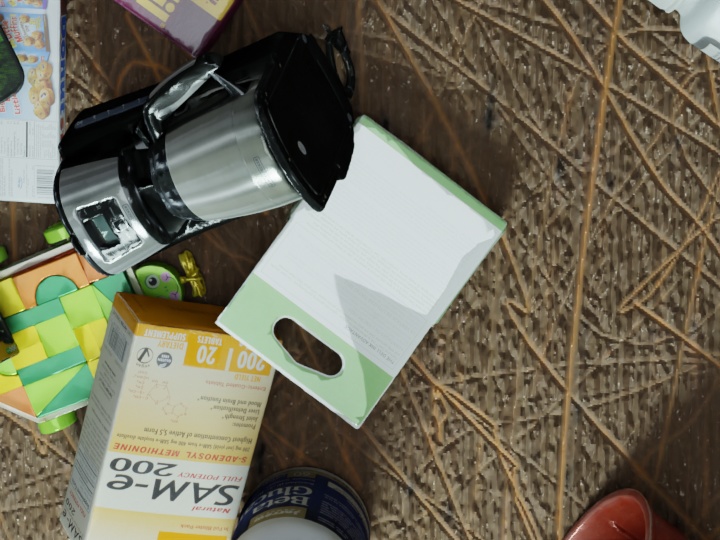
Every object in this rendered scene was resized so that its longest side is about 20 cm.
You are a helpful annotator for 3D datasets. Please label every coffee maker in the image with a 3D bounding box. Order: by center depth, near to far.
[{"bbox_3d":[-0.113,-0.091,1.574,0.199,0.192,0.136,-18,95,25],"label":"coffee maker"}]

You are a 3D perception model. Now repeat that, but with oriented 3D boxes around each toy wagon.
[{"bbox_3d":[-0.222,0.037,1.659,0.199,0.040,0.156,-21,101,8],"label":"toy wagon"}]

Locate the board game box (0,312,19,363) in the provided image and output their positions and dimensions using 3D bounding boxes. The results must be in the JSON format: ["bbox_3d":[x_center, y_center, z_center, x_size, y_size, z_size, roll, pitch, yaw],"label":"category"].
[{"bbox_3d":[-0.394,0.036,1.638,0.199,0.057,0.166,-26,93,17],"label":"board game box"}]

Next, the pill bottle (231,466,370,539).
[{"bbox_3d":[-0.051,0.234,1.610,0.110,0.200,0.112,1,102,3],"label":"pill bottle"}]

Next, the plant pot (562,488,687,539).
[{"bbox_3d":[0.247,0.307,1.622,0.194,0.201,0.201,30,103,-12],"label":"plant pot"}]

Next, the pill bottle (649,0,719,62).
[{"bbox_3d":[0.310,-0.195,1.538,0.199,0.114,0.114,34,102,-4],"label":"pill bottle"}]

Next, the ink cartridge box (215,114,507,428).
[{"bbox_3d":[0.000,0.000,1.613,0.145,0.048,0.201,36,90,-5],"label":"ink cartridge box"}]

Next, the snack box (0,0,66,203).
[{"bbox_3d":[-0.270,-0.155,1.628,0.071,0.024,0.202,4,103,5],"label":"snack box"}]

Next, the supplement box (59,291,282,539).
[{"bbox_3d":[-0.151,0.128,1.634,0.125,0.074,0.201,8,106,-26],"label":"supplement box"}]

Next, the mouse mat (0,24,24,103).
[{"bbox_3d":[-0.374,-0.163,1.616,0.199,0.008,0.162,-31,81,11],"label":"mouse mat"}]

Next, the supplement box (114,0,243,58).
[{"bbox_3d":[-0.164,-0.272,1.556,0.199,0.103,0.131,35,101,-5],"label":"supplement box"}]
